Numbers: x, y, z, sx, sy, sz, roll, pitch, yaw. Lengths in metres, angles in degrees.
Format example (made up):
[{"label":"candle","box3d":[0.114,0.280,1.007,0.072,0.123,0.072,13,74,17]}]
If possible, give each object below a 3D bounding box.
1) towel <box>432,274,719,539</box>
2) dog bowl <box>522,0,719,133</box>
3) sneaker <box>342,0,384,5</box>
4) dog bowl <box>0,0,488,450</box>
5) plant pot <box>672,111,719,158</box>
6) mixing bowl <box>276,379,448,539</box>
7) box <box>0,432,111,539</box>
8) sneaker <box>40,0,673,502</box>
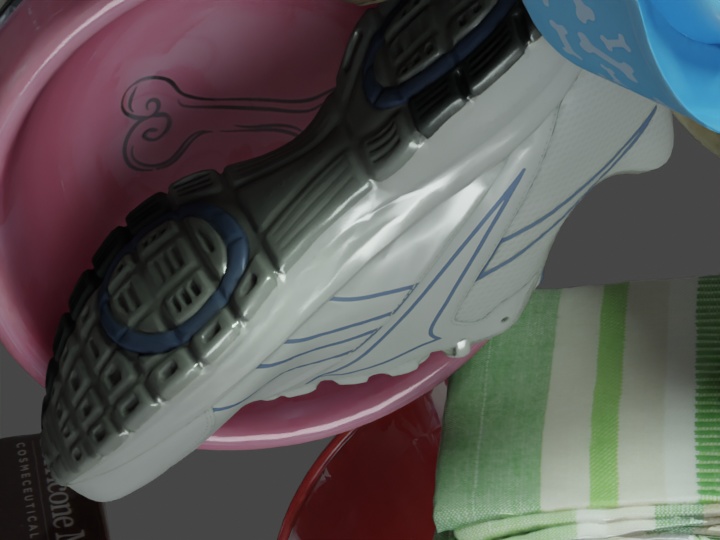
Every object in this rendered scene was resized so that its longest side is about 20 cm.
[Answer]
[{"label":"towel","box3d":[0.123,0.039,0.833,0.199,0.153,0.023,-4,115,9]},{"label":"dog bowl","box3d":[0.068,-0.126,0.687,0.111,0.049,0.201,-42,126,-32]},{"label":"sneaker","box3d":[-0.022,-0.162,0.721,0.070,0.076,0.201,-10,87,-16]},{"label":"dog bowl","box3d":[-0.031,-0.035,0.827,0.199,0.074,0.201,-6,124,-9]},{"label":"plant pot","box3d":[0.189,-0.055,0.796,0.200,0.184,0.201,-6,125,-9]},{"label":"mixing bowl","box3d":[0.076,0.126,0.940,0.199,0.109,0.201,-6,125,-8]},{"label":"box","box3d":[-0.169,0.115,0.880,0.199,0.100,0.075,-7,125,-9]},{"label":"sneaker","box3d":[0.000,0.000,0.771,0.200,0.075,0.087,-38,128,14]}]
